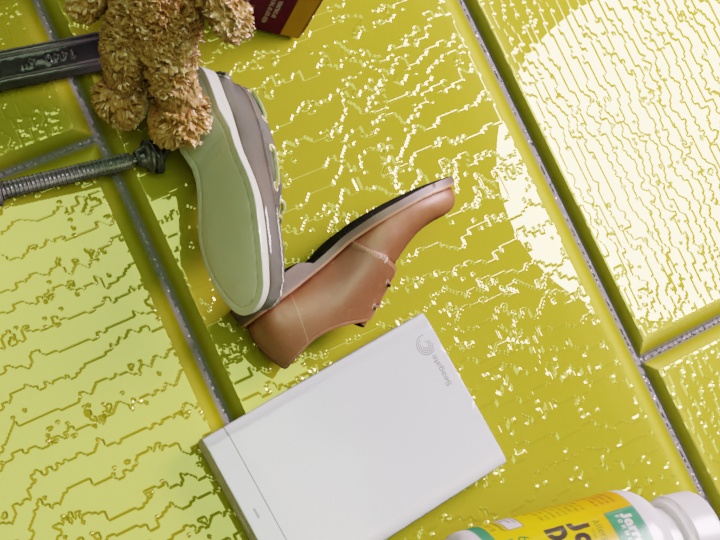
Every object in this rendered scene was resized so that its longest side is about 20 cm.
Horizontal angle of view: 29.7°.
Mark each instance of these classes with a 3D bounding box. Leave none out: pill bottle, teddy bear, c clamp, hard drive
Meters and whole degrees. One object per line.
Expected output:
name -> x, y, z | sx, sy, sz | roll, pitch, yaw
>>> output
pill bottle -> 0.166, 0.226, 0.999 | 0.198, 0.113, 0.114 | -10, 80, -18
teddy bear -> -0.145, -0.179, 0.949 | 0.145, 0.201, 0.067 | 41, 37, 16
c clamp -> -0.225, -0.092, 1.011 | 0.199, 0.027, 0.172 | -21, 78, -18
hard drive -> -0.004, 0.136, 1.017 | 0.199, 0.027, 0.133 | -29, 86, -21

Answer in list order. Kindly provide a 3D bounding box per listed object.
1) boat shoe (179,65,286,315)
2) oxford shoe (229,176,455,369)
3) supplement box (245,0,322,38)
boat shoe -> -0.086, -0.059, 0.998 | 0.060, 0.072, 0.203 | 9, 55, -44
oxford shoe -> 0.000, 0.000, 1.032 | 0.199, 0.071, 0.071 | -37, 93, -10
supplement box -> -0.121, -0.276, 1.041 | 0.198, 0.103, 0.132 | 11, 76, -13
